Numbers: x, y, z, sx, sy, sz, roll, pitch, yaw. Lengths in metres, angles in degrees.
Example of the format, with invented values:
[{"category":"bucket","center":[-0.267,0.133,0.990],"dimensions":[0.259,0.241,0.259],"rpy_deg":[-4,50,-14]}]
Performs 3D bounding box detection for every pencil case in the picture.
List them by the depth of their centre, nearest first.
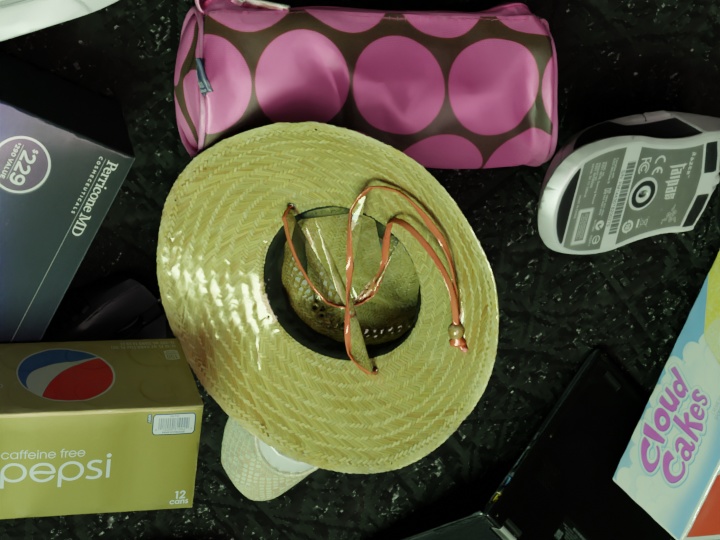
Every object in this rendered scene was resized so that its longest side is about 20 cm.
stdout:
[{"category":"pencil case","center":[0.005,-0.100,0.870],"dimensions":[0.198,0.091,0.095],"rpy_deg":[-1,103,-15]}]

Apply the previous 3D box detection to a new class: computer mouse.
[{"category":"computer mouse","center":[0.168,-0.058,0.926],"dimensions":[0.199,0.044,0.110],"rpy_deg":[-8,125,-33]},{"category":"computer mouse","center":[-0.103,0.019,0.931],"dimensions":[0.199,0.034,0.059],"rpy_deg":[-26,118,0]}]

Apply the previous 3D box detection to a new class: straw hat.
[{"category":"straw hat","center":[0.000,0.000,0.862],"dimensions":[0.199,0.085,0.203],"rpy_deg":[14,121,25]}]

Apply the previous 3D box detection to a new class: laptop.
[{"category":"laptop","center":[0.115,0.177,1.072],"dimensions":[0.187,0.116,0.201],"rpy_deg":[47,70,-28]}]

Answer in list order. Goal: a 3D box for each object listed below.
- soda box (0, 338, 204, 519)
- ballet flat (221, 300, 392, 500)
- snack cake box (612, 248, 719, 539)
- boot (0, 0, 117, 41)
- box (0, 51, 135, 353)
[{"category":"soda box","center":[-0.183,0.080,0.839],"dimensions":[0.198,0.068,0.065],"rpy_deg":[0,119,-19]},{"category":"ballet flat","center":[-0.021,0.059,0.953],"dimensions":[0.067,0.062,0.201],"rpy_deg":[22,110,-21]},{"category":"snack cake box","center":[0.244,0.059,0.990],"dimensions":[0.114,0.067,0.201],"rpy_deg":[2,119,-39]},{"category":"boot","center":[-0.120,-0.188,0.812],"dimensions":[0.199,0.074,0.096],"rpy_deg":[-26,113,-8]},{"category":"box","center":[-0.223,-0.014,0.862],"dimensions":[0.140,0.079,0.201],"rpy_deg":[21,110,-26]}]
